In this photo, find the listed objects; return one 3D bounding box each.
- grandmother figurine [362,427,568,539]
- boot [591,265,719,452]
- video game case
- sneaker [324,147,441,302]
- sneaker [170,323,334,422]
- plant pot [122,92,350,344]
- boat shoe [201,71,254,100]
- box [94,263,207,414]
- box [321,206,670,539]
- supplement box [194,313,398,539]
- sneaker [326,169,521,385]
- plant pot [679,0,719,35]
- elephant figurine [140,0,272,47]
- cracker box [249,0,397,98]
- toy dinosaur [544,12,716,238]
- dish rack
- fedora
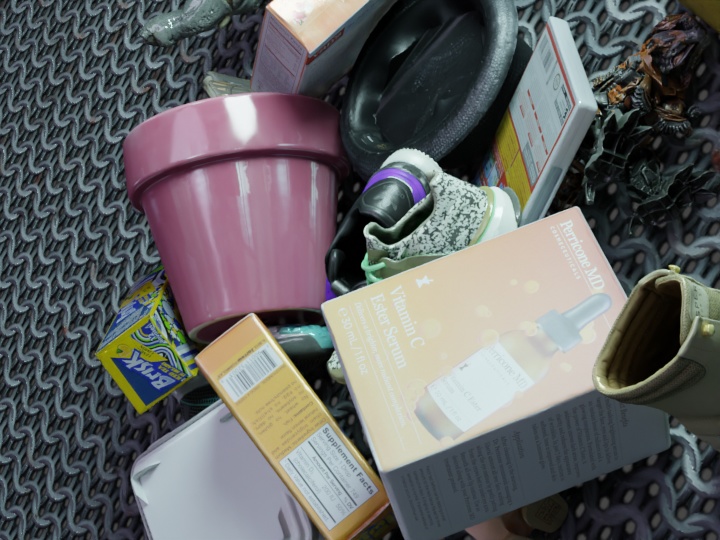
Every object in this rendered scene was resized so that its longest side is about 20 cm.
[{"bbox_3d":[0.071,0.149,1.283,0.122,0.061,0.199,-53,40,-7],"label":"grandmother figurine"},{"bbox_3d":[0.252,0.027,1.053,0.200,0.155,0.073,-45,43,24],"label":"boot"},{"bbox_3d":[0.120,-0.075,1.289,0.144,0.017,0.201,-96,26,-56],"label":"video game case"},{"bbox_3d":[0.000,0.000,1.356,0.100,0.069,0.201,-52,-14,-46],"label":"sneaker"},{"bbox_3d":[-0.087,0.108,1.490,0.199,0.077,0.092,-29,68,42],"label":"sneaker"},{"bbox_3d":[-0.099,-0.037,1.485,0.199,0.199,0.181,-22,72,41],"label":"plant pot"},{"bbox_3d":[-0.119,-0.141,1.614,0.200,0.074,0.074,-114,38,-77],"label":"boat shoe"},{"bbox_3d":[-0.179,0.052,1.529,0.064,0.070,0.200,-33,13,11],"label":"box"},{"bbox_3d":[0.093,0.073,1.178,0.198,0.107,0.153,-22,50,-2],"label":"box"},{"bbox_3d":[-0.048,0.134,1.353,0.069,0.067,0.201,-36,68,-3],"label":"supplement box"},{"bbox_3d":[0.027,-0.002,1.263,0.200,0.088,0.077,-50,25,19],"label":"sneaker"},{"bbox_3d":[0.266,-0.262,1.149,0.195,0.199,0.196,-53,40,16],"label":"plant pot"},{"bbox_3d":[-0.101,-0.297,1.638,0.198,0.154,0.143,-8,88,38],"label":"elephant figurine"},{"bbox_3d":[-0.025,-0.213,1.456,0.134,0.058,0.200,-43,-3,-15],"label":"cracker box"},{"bbox_3d":[0.195,-0.094,1.258,0.136,0.101,0.202,-112,37,-60],"label":"toy dinosaur"},{"bbox_3d":[-0.119,0.199,1.446,0.199,0.043,0.173,-34,68,33],"label":"dish rack"},{"bbox_3d":[0.076,-0.149,1.398,0.200,0.091,0.203,-25,54,40],"label":"fedora"}]
